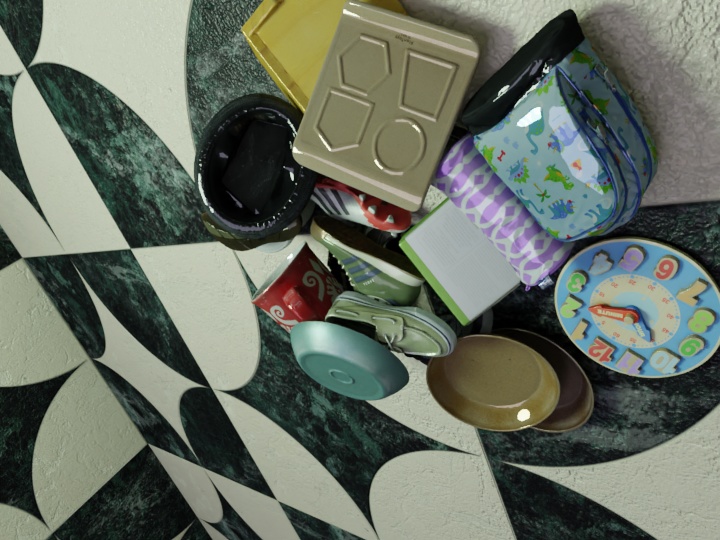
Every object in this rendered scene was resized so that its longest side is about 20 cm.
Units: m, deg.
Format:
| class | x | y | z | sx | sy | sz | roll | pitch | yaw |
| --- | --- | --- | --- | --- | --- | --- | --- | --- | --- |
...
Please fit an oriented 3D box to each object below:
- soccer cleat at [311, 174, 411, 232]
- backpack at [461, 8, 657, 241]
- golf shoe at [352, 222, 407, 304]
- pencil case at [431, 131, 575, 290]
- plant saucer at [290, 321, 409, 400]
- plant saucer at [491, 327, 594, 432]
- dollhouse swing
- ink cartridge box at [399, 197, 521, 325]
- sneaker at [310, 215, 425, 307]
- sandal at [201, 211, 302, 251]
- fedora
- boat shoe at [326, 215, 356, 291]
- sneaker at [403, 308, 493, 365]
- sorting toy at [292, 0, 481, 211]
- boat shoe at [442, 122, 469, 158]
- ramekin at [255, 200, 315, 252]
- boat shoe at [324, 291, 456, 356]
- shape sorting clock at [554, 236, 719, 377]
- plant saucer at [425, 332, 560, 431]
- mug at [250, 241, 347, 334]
| class | x | y | z | sx | sy | sz | roll | pitch | yaw |
| --- | --- | --- | --- | --- | --- | --- | --- | --- | --- |
| soccer cleat | -0.010 | -0.106 | 0.858 | 0.197 | 0.069 | 0.086 | 26 | 151 | 12 |
| backpack | 0.219 | -0.133 | 0.593 | 0.199 | 0.155 | 0.162 | 39 | 144 | -14 |
| golf shoe | 0.046 | 0.009 | 0.908 | 0.093 | 0.078 | 0.204 | 9 | 129 | 37 |
| pencil case | 0.168 | -0.072 | 0.669 | 0.201 | 0.084 | 0.085 | 49 | 137 | 2 |
| plant saucer | -0.023 | 0.147 | 0.839 | 0.196 | 0.036 | 0.202 | 18 | 149 | 11 |
| plant saucer | 0.266 | 0.163 | 0.861 | 0.197 | 0.037 | 0.204 | 24 | 135 | 26 |
| dollhouse swing | -0.030 | -0.293 | 0.762 | 0.201 | 0.175 | 0.182 | 49 | -177 | -3 |
| ink cartridge box | 0.173 | -0.049 | 0.753 | 0.199 | 0.076 | 0.149 | -40 | 93 | 17 |
| sneaker | 0.000 | 0.000 | 0.845 | 0.197 | 0.067 | 0.091 | 28 | 118 | 11 |
| sandal | -0.175 | -0.083 | 0.912 | 0.196 | 0.055 | 0.083 | -8 | 124 | 30 |
| fedora | -0.144 | -0.151 | 0.814 | 0.195 | 0.092 | 0.206 | 2 | 101 | 8 |
| boat shoe | -0.022 | -0.019 | 0.962 | 0.073 | 0.063 | 0.205 | 17 | 130 | 36 |
| sneaker | 0.118 | 0.099 | 0.880 | 0.111 | 0.077 | 0.200 | 16 | 149 | -19 |
| sorting toy | 0.027 | -0.196 | 0.662 | 0.182 | 0.036 | 0.204 | 24 | 100 | 17 |
| boat shoe | 0.068 | -0.156 | 0.762 | 0.198 | 0.060 | 0.073 | 3 | 123 | 42 |
| ramekin | -0.164 | -0.141 | 0.965 | 0.199 | 0.094 | 0.206 | 25 | 136 | 26 |
| boat shoe | 0.040 | 0.089 | 0.800 | 0.196 | 0.062 | 0.073 | 15 | 130 | 25 |
| shape sorting clock | 0.343 | 0.052 | 0.696 | 0.197 | 0.039 | 0.203 | 25 | 136 | 26 |
| plant saucer | 0.197 | 0.162 | 0.835 | 0.195 | 0.036 | 0.204 | 10 | 129 | 12 |
| mug | -0.074 | 0.082 | 0.915 | 0.133 | 0.178 | 0.200 | -38 | 104 | 28 |
